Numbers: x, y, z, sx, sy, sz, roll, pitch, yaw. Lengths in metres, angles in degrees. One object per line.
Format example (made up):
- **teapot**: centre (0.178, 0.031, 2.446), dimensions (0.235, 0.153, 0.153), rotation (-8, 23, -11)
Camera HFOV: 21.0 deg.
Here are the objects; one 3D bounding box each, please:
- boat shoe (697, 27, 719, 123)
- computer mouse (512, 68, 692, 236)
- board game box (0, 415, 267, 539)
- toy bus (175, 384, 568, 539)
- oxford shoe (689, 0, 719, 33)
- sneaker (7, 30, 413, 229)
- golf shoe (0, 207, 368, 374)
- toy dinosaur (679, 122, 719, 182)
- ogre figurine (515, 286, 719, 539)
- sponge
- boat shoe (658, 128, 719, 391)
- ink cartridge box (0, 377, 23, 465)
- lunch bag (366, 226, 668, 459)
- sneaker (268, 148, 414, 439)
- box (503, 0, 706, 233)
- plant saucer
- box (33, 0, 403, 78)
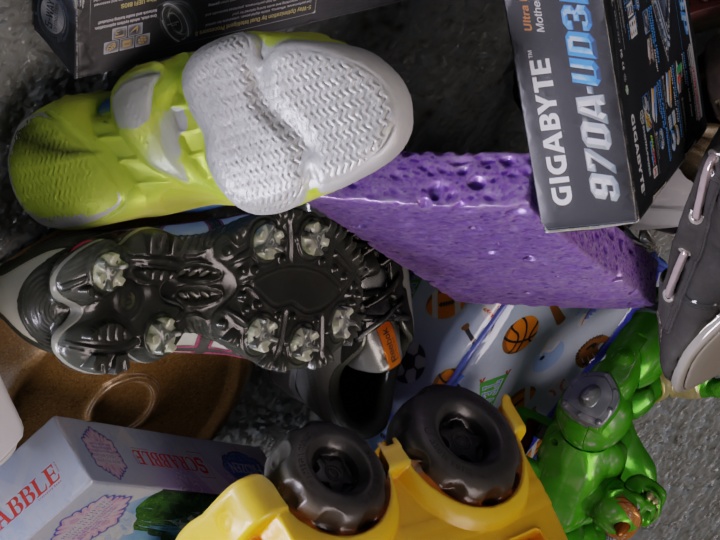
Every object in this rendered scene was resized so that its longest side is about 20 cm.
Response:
- **boat shoe**: centre (0.212, -0.099, 1.048), dimensions (0.073, 0.075, 0.200), rotation (2, 170, 10)
- **computer mouse**: centre (0.164, -0.060, 1.082), dimensions (0.044, 0.110, 0.200), rotation (-28, 161, 36)
- **board game box**: centre (-0.159, 0.158, 0.992), dimensions (0.200, 0.041, 0.199), rotation (-42, 156, 15)
- **toy bus**: centre (0.024, 0.177, 0.982), dimensions (0.200, 0.192, 0.136), rotation (-11, 150, -41)
- **oxford shoe**: centre (0.215, -0.152, 1.052), dimensions (0.199, 0.071, 0.075), rotation (-20, 142, -23)
- **sneaker**: centre (-0.053, -0.063, 0.854), dimensions (0.105, 0.199, 0.076), rotation (-13, 98, -62)
- **golf shoe**: centre (-0.081, 0.005, 0.907), dimensions (0.200, 0.088, 0.078), rotation (2, 96, -46)
- **toy dinosaur**: centre (0.201, -0.049, 1.020), dimensions (0.200, 0.101, 0.058), rotation (23, 87, -33)
- **ogre figurine**: centre (0.135, 0.101, 1.097), dimensions (0.120, 0.098, 0.200), rotation (-31, 165, -46)
- **sponge**: centre (0.063, -0.018, 0.936), dimensions (0.200, 0.111, 0.030), rotation (32, 64, -61)
- **boat shoe**: centre (0.180, -0.010, 0.940), dimensions (0.067, 0.057, 0.200), rotation (-24, 156, -19)
- **ink cartridge box**: centre (-0.239, 0.042, 0.809), dimensions (0.146, 0.084, 0.200), rotation (-47, 147, -28)
- **lunch bag**: centre (0.088, 0.041, 1.123), dimensions (0.200, 0.076, 0.160), rotation (-52, 143, 14)
- **sneaker**: centre (0.000, 0.000, 1.005), dimensions (0.074, 0.079, 0.201), rotation (-18, 131, -27)
- **box**: centre (0.105, -0.135, 0.859), dimensions (0.159, 0.046, 0.201), rotation (-44, 125, -62)
- **plant saucer**: centre (-0.128, 0.059, 0.988), dimensions (0.200, 0.035, 0.201), rotation (-22, 138, -22)
- **box**: centre (-0.040, -0.179, 0.832), dimensions (0.199, 0.044, 0.161), rotation (-18, 136, -27)
